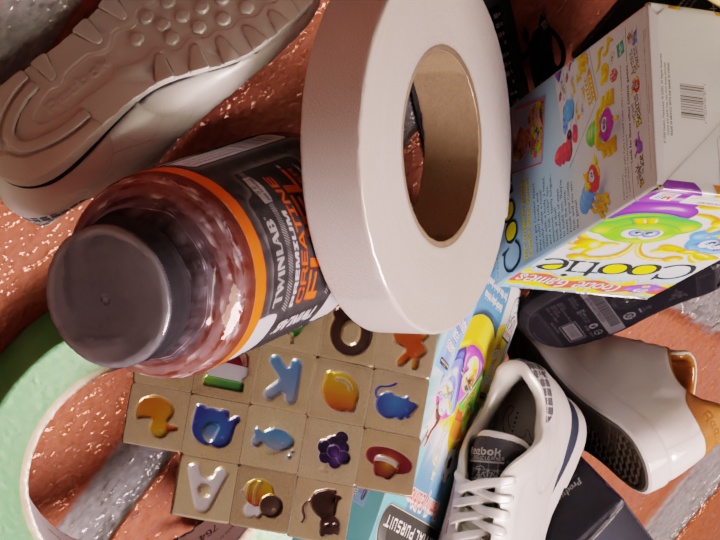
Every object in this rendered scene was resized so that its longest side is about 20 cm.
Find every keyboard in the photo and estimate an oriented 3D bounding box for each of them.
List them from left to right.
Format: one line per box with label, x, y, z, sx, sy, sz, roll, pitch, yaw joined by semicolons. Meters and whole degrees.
keyboard;0.084;-0.105;1.560;0.104;0.040;0.200;-34;143;-13

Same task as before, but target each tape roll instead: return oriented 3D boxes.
tape roll;-0.124;0.108;1.492;0.199;0.048;0.202;-6;112;-14
tape roll;0.028;-0.066;1.390;0.203;0.037;0.204;-2;92;-64

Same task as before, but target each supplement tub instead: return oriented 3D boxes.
supplement tub;-0.079;-0.006;1.332;0.107;0.107;0.200;-62;164;23

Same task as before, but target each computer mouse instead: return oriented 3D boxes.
computer mouse;0.200;0.000;1.625;0.199;0.046;0.140;-25;146;19

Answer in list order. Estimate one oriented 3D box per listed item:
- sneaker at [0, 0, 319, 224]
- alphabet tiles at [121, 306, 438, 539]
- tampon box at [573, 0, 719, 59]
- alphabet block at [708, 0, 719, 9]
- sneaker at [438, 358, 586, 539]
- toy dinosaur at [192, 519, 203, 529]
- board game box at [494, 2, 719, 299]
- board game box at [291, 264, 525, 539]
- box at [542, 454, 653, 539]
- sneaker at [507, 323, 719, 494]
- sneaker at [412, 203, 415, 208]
sneaker;-0.106;-0.099;1.358;0.199;0.077;0.081;-32;151;-6
alphabet tiles;-0.040;0.045;1.447;0.165;0.006;0.201;11;82;-12
tampon box;0.263;-0.119;1.640;0.150;0.126;0.200;-50;143;9
alphabet block;0.254;-0.252;1.395;0.195;0.197;0.200;-24;152;26
sneaker;0.075;0.151;1.554;0.081;0.076;0.201;53;48;-63
toy dinosaur;-0.068;0.109;1.583;0.135;0.086;0.200;-39;146;-10
board game box;0.160;-0.061;1.459;0.102;0.106;0.200;5;163;-21
board game box;0.032;0.086;1.541;0.151;0.047;0.201;40;68;-70
box;0.097;0.152;1.687;0.104;0.200;0.148;-42;144;-3
sneaker;0.164;0.072;1.671;0.084;0.200;0.073;-25;127;-17
sneaker;0.000;0.000;1.544;0.199;0.085;0.075;12;117;-49
